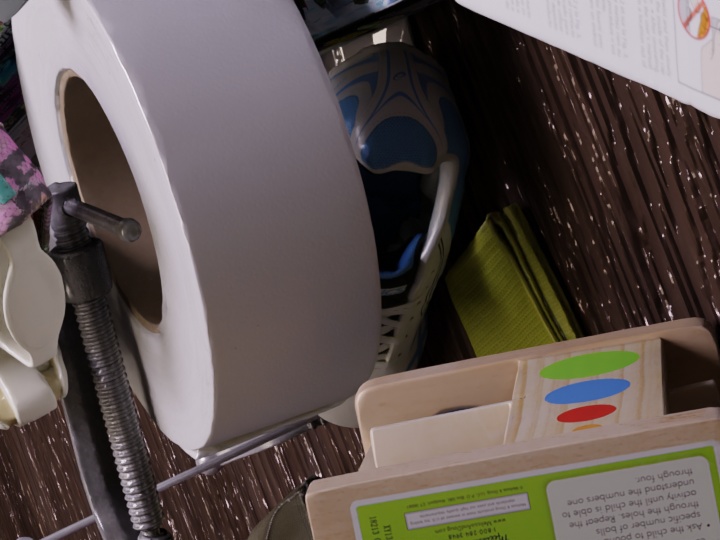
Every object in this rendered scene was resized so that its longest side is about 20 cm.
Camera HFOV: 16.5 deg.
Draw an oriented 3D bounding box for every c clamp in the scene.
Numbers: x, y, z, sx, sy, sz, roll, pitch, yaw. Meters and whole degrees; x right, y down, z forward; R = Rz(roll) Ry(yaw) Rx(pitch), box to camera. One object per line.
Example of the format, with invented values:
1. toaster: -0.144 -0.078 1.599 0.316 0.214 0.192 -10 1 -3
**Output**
1. c clamp: -0.105 0.052 0.991 0.171 0.027 0.201 36 141 60

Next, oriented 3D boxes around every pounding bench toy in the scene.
1. pounding bench toy: 0.100 0.090 0.783 0.156 0.199 0.125 -58 -44 -77

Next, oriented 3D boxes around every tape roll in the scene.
1. tape roll: -0.065 -0.035 0.941 0.203 0.070 0.203 55 156 39

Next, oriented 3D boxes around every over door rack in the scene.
1. over door rack: -0.115 0.036 1.125 0.148 0.199 0.067 66 165 -1

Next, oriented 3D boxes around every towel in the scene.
1. towel: 0.082 0.079 0.941 0.201 0.018 0.086 66 157 14

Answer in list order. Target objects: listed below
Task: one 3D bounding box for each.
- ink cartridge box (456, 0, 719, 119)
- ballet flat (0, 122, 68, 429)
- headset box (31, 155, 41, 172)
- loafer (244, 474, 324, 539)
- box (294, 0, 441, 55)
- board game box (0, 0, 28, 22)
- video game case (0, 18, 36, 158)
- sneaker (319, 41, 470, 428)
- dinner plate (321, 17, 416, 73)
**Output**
1. ink cartridge box: 0.088 -0.136 0.724 0.200 0.047 0.161 30 135 52
2. ballet flat: -0.140 0.016 0.938 0.071 0.069 0.200 47 156 20
3. headset box: -0.222 -0.048 1.242 0.075 0.199 0.149 -40 64 41
4. loafer: 0.015 0.158 1.085 0.200 0.075 0.070 37 113 36
5. box: -0.021 -0.155 0.934 0.200 0.040 0.138 -16 89 62
6. board game box: -0.108 -0.208 0.910 0.064 0.147 0.201 35 -153 -34
7. video game case: -0.157 -0.087 1.070 0.036 0.200 0.181 43 -178 7
8. sneaker: 0.000 0.000 0.989 0.201 0.071 0.073 98 178 -46
9. dinner plate: -0.028 -0.098 1.058 0.200 0.024 0.201 50 150 44
